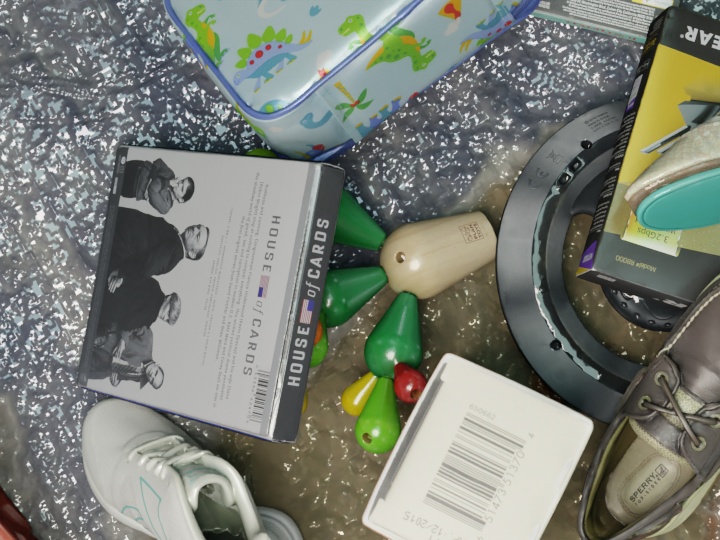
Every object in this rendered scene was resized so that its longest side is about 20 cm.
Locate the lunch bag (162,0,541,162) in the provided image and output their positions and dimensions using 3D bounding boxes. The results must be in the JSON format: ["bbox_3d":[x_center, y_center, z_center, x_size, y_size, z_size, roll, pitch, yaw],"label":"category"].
[{"bbox_3d":[-0.005,-0.170,1.104,0.200,0.082,0.161,-40,56,1],"label":"lunch bag"}]

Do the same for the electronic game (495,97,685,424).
[{"bbox_3d":[0.178,-0.004,1.123,0.199,0.042,0.201,0,86,-4],"label":"electronic game"}]

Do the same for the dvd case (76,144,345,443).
[{"bbox_3d":[-0.090,0.008,1.082,0.025,0.200,0.151,11,89,-40],"label":"dvd case"}]

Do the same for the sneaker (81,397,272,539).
[{"bbox_3d":[-0.096,0.126,1.084,0.070,0.080,0.200,-23,46,-26],"label":"sneaker"}]

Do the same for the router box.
[{"bbox_3d":[0.240,-0.043,1.083,0.200,0.052,0.158,17,85,-3],"label":"router box"}]

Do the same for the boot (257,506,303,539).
[{"bbox_3d":[-0.124,0.205,1.105,0.200,0.096,0.074,-33,85,2],"label":"boot"}]

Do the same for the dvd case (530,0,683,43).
[{"bbox_3d":[0.141,-0.247,1.151,0.146,0.022,0.201,14,89,5],"label":"dvd case"}]

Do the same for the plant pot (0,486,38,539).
[{"bbox_3d":[-0.288,0.182,1.080,0.195,0.201,0.201,-39,85,-7],"label":"plant pot"}]

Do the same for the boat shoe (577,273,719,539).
[{"bbox_3d":[0.178,0.084,1.046,0.073,0.065,0.200,36,129,21],"label":"boat shoe"}]

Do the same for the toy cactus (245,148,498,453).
[{"bbox_3d":[0.000,0.000,1.111,0.165,0.102,0.200,-21,61,-15],"label":"toy cactus"}]

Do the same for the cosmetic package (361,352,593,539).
[{"bbox_3d":[0.064,0.107,1.046,0.087,0.200,0.104,26,87,6],"label":"cosmetic package"}]

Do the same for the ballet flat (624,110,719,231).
[{"bbox_3d":[0.231,-0.070,1.035,0.199,0.068,0.062,-12,59,-8],"label":"ballet flat"}]
